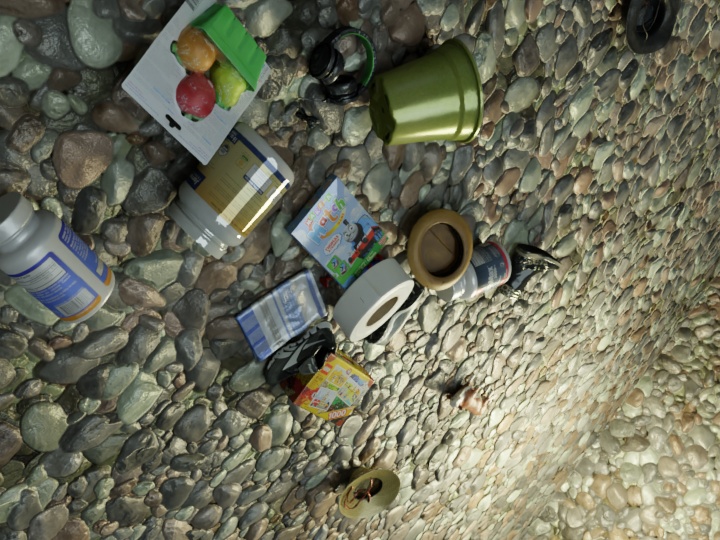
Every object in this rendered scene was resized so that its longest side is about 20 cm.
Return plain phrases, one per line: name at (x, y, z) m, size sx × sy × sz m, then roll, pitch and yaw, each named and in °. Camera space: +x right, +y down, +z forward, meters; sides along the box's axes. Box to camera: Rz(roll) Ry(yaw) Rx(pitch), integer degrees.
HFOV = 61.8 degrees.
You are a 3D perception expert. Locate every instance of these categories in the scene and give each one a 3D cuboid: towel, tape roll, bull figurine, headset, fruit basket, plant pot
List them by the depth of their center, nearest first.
fruit basket at (-0.250, -0.304, 0.945) m, size 0.202 × 0.093 × 0.185 m, roll -53°, pitch 136°, yaw -5°
headset at (-0.042, -0.348, 1.097) m, size 0.200 × 0.094 × 0.124 m, roll -46°, pitch 135°, yaw -6°
plant pot at (0.117, -0.333, 1.188) m, size 0.179 × 0.202 × 0.206 m, roll -17°, pitch 128°, yaw -15°
towel at (-0.169, 0.099, 1.329) m, size 0.197 × 0.024 × 0.150 m, roll -34°, pitch 132°, yaw -18°
tape roll at (0.030, 0.069, 1.380) m, size 0.200 × 0.071 × 0.204 m, roll -38°, pitch 162°, yaw -14°
bull figurine at (0.355, 0.401, 1.920) m, size 0.122 × 0.065 × 0.199 m, roll -50°, pitch 137°, yaw 4°

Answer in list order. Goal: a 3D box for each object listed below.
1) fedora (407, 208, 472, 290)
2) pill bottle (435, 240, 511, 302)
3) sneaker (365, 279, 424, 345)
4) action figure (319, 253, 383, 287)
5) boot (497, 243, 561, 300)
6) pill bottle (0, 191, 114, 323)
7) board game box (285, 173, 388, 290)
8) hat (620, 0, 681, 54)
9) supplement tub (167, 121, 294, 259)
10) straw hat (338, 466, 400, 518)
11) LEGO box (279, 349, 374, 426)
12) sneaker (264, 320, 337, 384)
fedora at (0.181, -0.056, 1.462) m, size 0.194 × 0.081 × 0.208 m, roll -8°, pitch 108°, yaw -25°
pill bottle at (0.289, 0.007, 1.579) m, size 0.195 × 0.119 × 0.123 m, roll -21°, pitch 129°, yaw -27°
sneaker at (0.091, 0.107, 1.522) m, size 0.201 × 0.074 × 0.079 m, roll -49°, pitch 145°, yaw 6°
action figure at (0.000, 0.000, 1.390) m, size 0.195 × 0.051 × 0.068 m, roll -11°, pitch 119°, yaw -37°
boot at (0.501, 0.011, 1.792) m, size 0.199 × 0.074 × 0.157 m, roll 11°, pitch 112°, yaw -38°
pill bottle at (-0.486, -0.020, 0.930) m, size 0.111 × 0.112 × 0.202 m, roll -40°, pitch 134°, yaw -10°
board game box at (-0.045, -0.077, 1.280) m, size 0.152 × 0.036 × 0.200 m, roll -50°, pitch 125°, yaw -7°
hat at (0.727, -0.658, 1.546) m, size 0.195 × 0.081 × 0.207 m, roll -13°, pitch 120°, yaw -24°
supplement tub at (-0.225, -0.137, 1.045) m, size 0.201 × 0.144 × 0.145 m, roll -48°, pitch 136°, yaw -3°
straw hat at (0.014, 0.629, 1.773) m, size 0.194 × 0.085 × 0.207 m, roll -11°, pitch 121°, yaw -18°
LEGO box at (-0.079, 0.275, 1.476) m, size 0.150 × 0.077 × 0.199 m, roll -51°, pitch 136°, yaw 0°
sneaker at (-0.133, 0.204, 1.364) m, size 0.198 × 0.091 × 0.067 m, roll -37°, pitch 138°, yaw 1°
